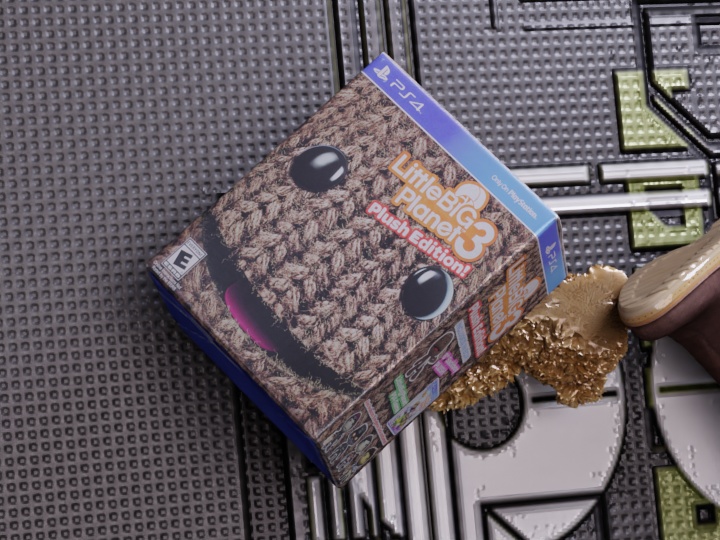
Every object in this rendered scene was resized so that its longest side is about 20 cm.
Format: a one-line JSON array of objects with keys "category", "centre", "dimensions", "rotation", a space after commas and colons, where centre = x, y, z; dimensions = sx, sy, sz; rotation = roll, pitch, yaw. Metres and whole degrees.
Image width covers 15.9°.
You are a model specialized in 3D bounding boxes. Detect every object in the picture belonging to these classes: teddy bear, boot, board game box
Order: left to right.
[{"category": "board game box", "centre": [0.000, 0.000, 1.570], "dimensions": [0.200, 0.097, 0.159], "rotation": [-43, 69, -10]}, {"category": "teddy bear", "centre": [0.072, 0.023, 1.658], "dimensions": [0.199, 0.067, 0.146], "rotation": [-4, 75, -11]}, {"category": "boot", "centre": [0.249, 0.057, 1.660], "dimensions": [0.200, 0.072, 0.167], "rotation": [-29, 97, -54]}]
